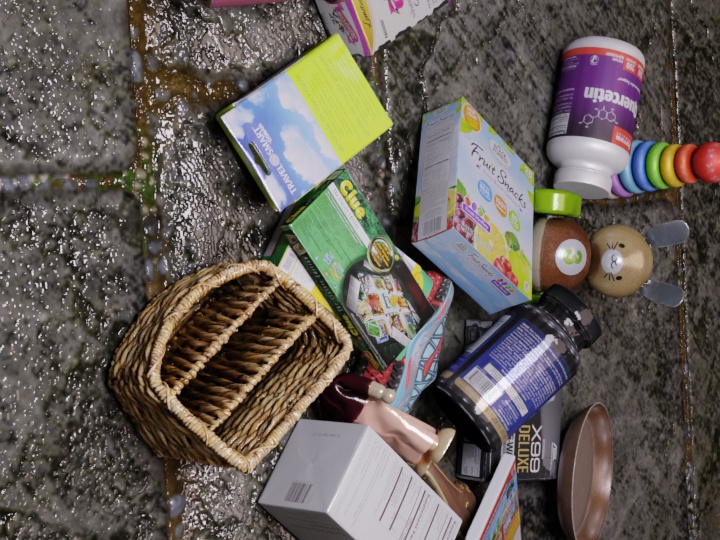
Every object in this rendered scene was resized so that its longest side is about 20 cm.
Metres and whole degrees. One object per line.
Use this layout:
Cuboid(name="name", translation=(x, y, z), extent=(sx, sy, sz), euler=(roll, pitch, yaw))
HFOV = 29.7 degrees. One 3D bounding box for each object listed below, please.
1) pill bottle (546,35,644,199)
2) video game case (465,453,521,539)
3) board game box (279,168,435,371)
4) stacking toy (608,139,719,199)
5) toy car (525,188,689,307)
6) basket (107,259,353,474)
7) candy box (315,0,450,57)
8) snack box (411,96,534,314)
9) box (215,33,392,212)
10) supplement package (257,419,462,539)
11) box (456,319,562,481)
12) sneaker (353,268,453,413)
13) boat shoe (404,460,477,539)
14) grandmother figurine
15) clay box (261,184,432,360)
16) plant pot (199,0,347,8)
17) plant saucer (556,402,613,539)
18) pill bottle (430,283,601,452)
Cuboid(name="pill bottle", translation=(0.312, -0.203, 1.815), extent=(0.112, 0.112, 0.202), euler=(21, 75, -43))
Cuboid(name="video game case", translation=(0.167, 0.345, 1.671), extent=(0.143, 0.017, 0.201), euler=(-57, 148, -44))
Cuboid(name="board game box", translation=(0.000, 0.000, 1.481), extent=(0.105, 0.023, 0.201), euler=(-45, 113, -30))
Cuboid(name="stacking toy", translation=(0.420, -0.144, 1.863), extent=(0.085, 0.199, 0.086), euler=(-1, 91, -46))
Cuboid(name="toy car", translation=(0.316, -0.013, 1.737), extent=(0.158, 0.198, 0.166), euler=(-1, 96, -73))
Cuboid(name="basket", translation=(-0.130, 0.081, 1.341), extent=(0.200, 0.148, 0.143), euler=(-46, 121, -34))
Cuboid(name="candy box", translation=(0.029, -0.347, 1.564), extent=(0.200, 0.061, 0.137), euler=(-40, 118, -37))
Cuboid(name="snack box", translation=(0.139, -0.078, 1.632), extent=(0.168, 0.067, 0.201), euler=(39, 42, -39))
Cuboid(name="box", translation=(-0.065, -0.156, 1.460), extent=(0.200, 0.048, 0.122), euler=(-41, 104, -37))
Cuboid(name="supplement package", translation=(0.003, 0.267, 1.501), extent=(0.200, 0.113, 0.110), euler=(48, 57, -34))
Cuboid(name="box", translation=(0.195, 0.168, 1.742), extent=(0.157, 0.050, 0.202), euler=(8, 84, -45))
Cuboid(name="sneaker", translation=(0.055, 0.092, 1.597), extent=(0.201, 0.079, 0.096), euler=(-61, 146, -21))
Cuboid(name="boat shoe", translation=(0.100, 0.284, 1.637), extent=(0.068, 0.072, 0.201), euler=(-57, 133, -35))
Cuboid(name="grandmother figurine", translation=(-0.001, 0.150, 1.489), extent=(0.199, 0.121, 0.061), euler=(34, 39, -6))
Cuboid(name="clay box", translation=(-0.013, 0.007, 1.515), extent=(0.200, 0.047, 0.116), euler=(39, 63, -30))
Cuboid(name="plant pot", translation=(-0.090, -0.349, 1.346), extent=(0.178, 0.200, 0.201), euler=(-21, 107, -14))
Cuboid(name="plant saucer", translation=(0.301, 0.277, 1.829), extent=(0.200, 0.032, 0.202), euler=(4, 90, -66))
Cuboid(name="pill bottle", translation=(0.189, 0.112, 1.621), extent=(0.200, 0.112, 0.112), euler=(-41, 120, -12))
